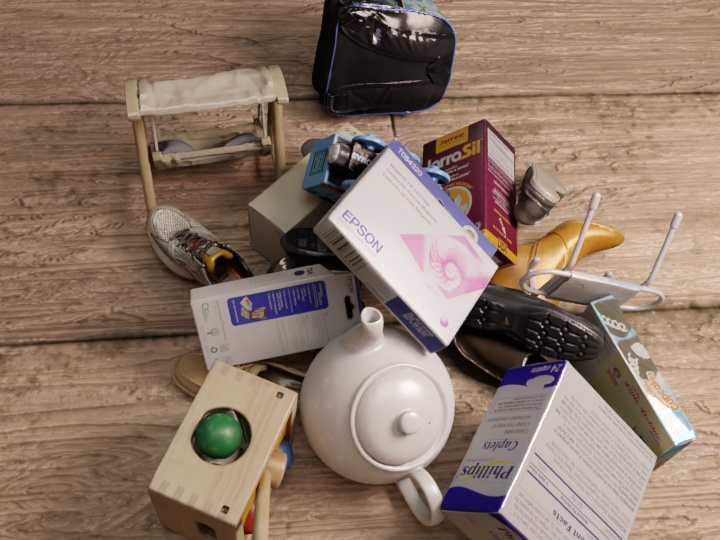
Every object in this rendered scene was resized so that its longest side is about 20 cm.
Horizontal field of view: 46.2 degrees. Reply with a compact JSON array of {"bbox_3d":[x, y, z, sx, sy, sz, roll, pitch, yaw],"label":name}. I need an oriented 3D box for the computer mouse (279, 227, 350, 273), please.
[{"bbox_3d":[0.000,0.000,1.047,0.199,0.046,0.141,3,29,-11],"label":"computer mouse"}]

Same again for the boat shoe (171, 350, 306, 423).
[{"bbox_3d":[-0.136,0.133,1.043,0.199,0.065,0.071,12,58,1],"label":"boat shoe"}]

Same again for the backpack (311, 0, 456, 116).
[{"bbox_3d":[0.034,-0.337,1.278,0.199,0.183,0.147,-2,38,-18],"label":"backpack"}]

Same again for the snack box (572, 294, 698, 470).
[{"bbox_3d":[0.331,0.145,1.059,0.037,0.116,0.200,-16,63,-16],"label":"snack box"}]

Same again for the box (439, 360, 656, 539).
[{"bbox_3d":[0.215,0.238,0.951,0.184,0.105,0.200,45,58,-18],"label":"box"}]

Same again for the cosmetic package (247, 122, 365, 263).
[{"bbox_3d":[-0.061,-0.102,1.170,0.073,0.104,0.200,38,61,18],"label":"cosmetic package"}]

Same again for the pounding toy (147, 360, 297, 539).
[{"bbox_3d":[-0.132,0.221,0.913,0.142,0.200,0.185,21,59,6],"label":"pounding toy"}]

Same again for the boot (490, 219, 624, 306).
[{"bbox_3d":[0.271,0.005,1.172,0.200,0.071,0.145,3,65,-1],"label":"boot"}]

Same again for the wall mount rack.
[{"bbox_3d":[0.304,-0.013,1.060,0.199,0.174,0.075,10,61,-16],"label":"wall mount rack"}]

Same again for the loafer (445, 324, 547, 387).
[{"bbox_3d":[0.201,0.117,1.086,0.200,0.071,0.073,30,61,11],"label":"loafer"}]

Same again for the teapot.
[{"bbox_3d":[0.032,0.163,0.962,0.200,0.146,0.198,26,85,-21],"label":"teapot"}]

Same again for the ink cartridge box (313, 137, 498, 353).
[{"bbox_3d":[0.069,-0.041,0.977,0.196,0.043,0.200,46,52,-10],"label":"ink cartridge box"}]

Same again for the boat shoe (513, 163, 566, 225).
[{"bbox_3d":[0.249,-0.107,1.197,0.067,0.057,0.200,42,20,4],"label":"boat shoe"}]

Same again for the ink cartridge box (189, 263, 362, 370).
[{"bbox_3d":[-0.097,0.053,1.012,0.199,0.100,0.039,-10,28,-5],"label":"ink cartridge box"}]

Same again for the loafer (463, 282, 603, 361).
[{"bbox_3d":[0.212,0.057,1.073,0.200,0.068,0.070,18,29,19],"label":"loafer"}]

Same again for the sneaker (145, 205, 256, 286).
[{"bbox_3d":[-0.199,-0.020,1.107,0.200,0.082,0.078,39,62,9],"label":"sneaker"}]

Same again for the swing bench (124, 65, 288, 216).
[{"bbox_3d":[-0.204,-0.189,1.140,0.198,0.200,0.130,-8,51,-11],"label":"swing bench"}]

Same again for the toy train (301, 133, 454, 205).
[{"bbox_3d":[0.027,-0.111,1.090,0.200,0.114,0.087,21,76,-33],"label":"toy train"}]

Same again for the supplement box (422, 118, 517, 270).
[{"bbox_3d":[0.149,-0.095,1.172,0.110,0.086,0.201,-20,51,34],"label":"supplement box"}]

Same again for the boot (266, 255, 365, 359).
[{"bbox_3d":[-0.008,0.028,1.116,0.199,0.073,0.151,-19,64,-17],"label":"boot"}]
